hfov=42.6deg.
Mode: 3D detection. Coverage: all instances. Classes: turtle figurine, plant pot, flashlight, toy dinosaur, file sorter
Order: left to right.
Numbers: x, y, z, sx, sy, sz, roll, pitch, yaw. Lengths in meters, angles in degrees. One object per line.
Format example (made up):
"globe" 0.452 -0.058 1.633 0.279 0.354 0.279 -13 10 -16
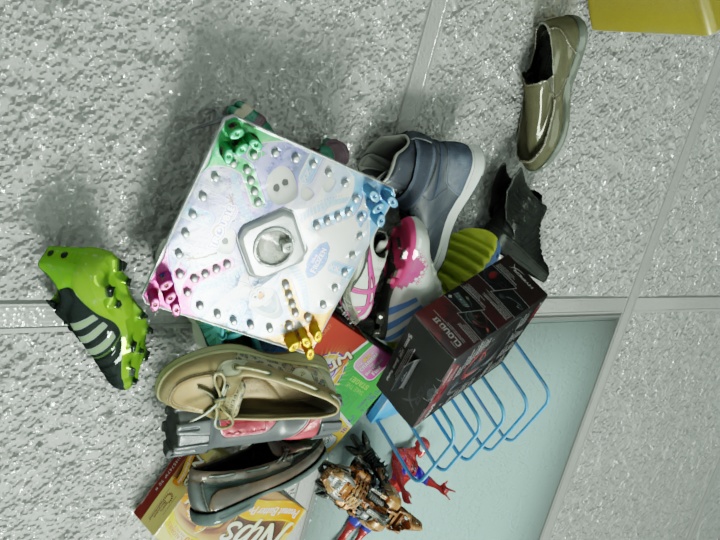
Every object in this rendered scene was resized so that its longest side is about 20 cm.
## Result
"flashlight" -0.116 0.160 1.018 0.197 0.068 0.069 1 70 -33
"turtle figurine" -0.092 -0.086 0.946 0.198 0.100 0.153 -6 116 -47
"toy dinosaur" 0.009 0.298 1.202 0.101 0.136 0.202 -33 122 -12
"file sorter" 0.137 0.181 1.247 0.197 0.124 0.140 -13 148 -38
"plant pot" 0.393 -0.428 1.146 0.200 0.199 0.178 -42 123 -17

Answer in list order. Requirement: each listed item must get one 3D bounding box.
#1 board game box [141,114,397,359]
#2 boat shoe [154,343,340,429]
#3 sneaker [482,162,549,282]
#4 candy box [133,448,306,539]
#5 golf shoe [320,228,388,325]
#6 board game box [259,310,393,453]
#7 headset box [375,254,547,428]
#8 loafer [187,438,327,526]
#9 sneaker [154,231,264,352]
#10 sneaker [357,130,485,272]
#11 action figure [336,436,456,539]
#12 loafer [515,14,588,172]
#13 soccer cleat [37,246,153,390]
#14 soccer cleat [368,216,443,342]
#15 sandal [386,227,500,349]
"board game box" -0.084 -0.022 0.900 0.197 0.026 0.202 20 108 -31
"boat shoe" -0.112 0.122 0.955 0.196 0.063 0.074 0 128 -28
"sneaker" 0.228 -0.062 1.276 0.199 0.060 0.105 29 91 -47
"candy box" -0.163 0.289 1.108 0.116 0.055 0.200 -52 137 -9
"golf shoe" 0.000 0.000 1.045 0.091 0.073 0.201 -33 160 -7
"board game box" -0.056 0.125 1.110 0.154 0.040 0.199 -49 137 5
"headset box" 0.114 0.088 1.104 0.198 0.075 0.150 -29 155 -37
"loafer" -0.112 0.217 1.043 0.198 0.071 0.064 -24 108 -47
"sneaker" -0.147 0.035 0.968 0.077 0.079 0.202 -40 133 -19
"sneaker" 0.047 -0.069 1.099 0.144 0.077 0.205 7 116 -35
"action figure" 0.054 0.334 1.308 0.202 0.098 0.065 -57 138 -6
"loafer" 0.230 -0.229 1.190 0.068 0.075 0.204 2 107 -30
"soccer cleat" -0.253 0.044 0.891 0.202 0.079 0.068 91 15 -51
"soccer cleat" 0.065 0.010 1.084 0.084 0.071 0.202 -1 141 -13
"sandal" 0.112 0.031 1.216 0.200 0.079 0.087 -48 141 -1
